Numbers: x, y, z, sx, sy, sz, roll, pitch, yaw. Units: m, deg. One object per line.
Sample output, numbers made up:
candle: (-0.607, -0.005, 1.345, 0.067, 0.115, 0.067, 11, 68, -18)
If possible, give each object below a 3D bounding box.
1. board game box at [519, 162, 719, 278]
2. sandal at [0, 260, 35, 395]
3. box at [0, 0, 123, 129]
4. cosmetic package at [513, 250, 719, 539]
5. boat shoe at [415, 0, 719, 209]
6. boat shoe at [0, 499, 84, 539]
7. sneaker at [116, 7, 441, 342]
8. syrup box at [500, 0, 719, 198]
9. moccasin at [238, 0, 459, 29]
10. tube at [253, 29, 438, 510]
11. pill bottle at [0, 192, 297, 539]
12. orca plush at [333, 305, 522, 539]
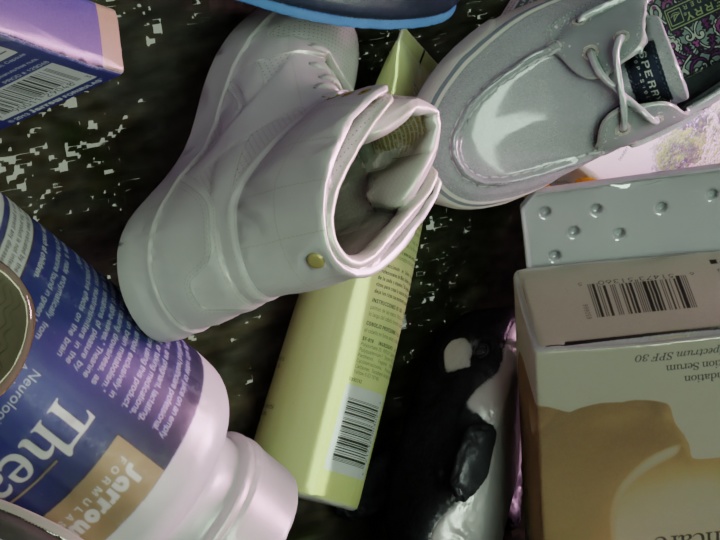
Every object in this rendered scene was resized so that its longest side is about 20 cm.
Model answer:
board game box: (0.175, 0.036, 1.230, 0.199, 0.026, 0.201, -8, 120, 0)
sandal: (-0.206, 0.016, 0.976, 0.199, 0.054, 0.081, 13, 91, -26)
box: (-0.197, -0.085, 1.020, 0.200, 0.121, 0.033, 14, 62, -51)
cosmetic package: (0.122, 0.097, 1.204, 0.105, 0.071, 0.201, -7, 119, -1)
boat shoe: (0.109, -0.087, 1.158, 0.200, 0.071, 0.070, -30, 105, -19)
boat shoe: (-0.196, 0.103, 1.058, 0.199, 0.067, 0.057, 18, 58, 2)
sneaker: (-0.009, -0.051, 1.122, 0.074, 0.115, 0.200, 57, 35, -28)
syrup box: (0.138, -0.041, 1.260, 0.200, 0.081, 0.079, 38, 75, -22)
moccasin: (-0.045, -0.149, 1.137, 0.199, 0.081, 0.068, 12, 119, -19)
tube: (0.000, 0.000, 1.204, 0.052, 0.058, 0.201, 18, 85, -25)
pill bottle: (-0.123, 0.055, 1.106, 0.200, 0.111, 0.111, 40, 74, -23)
orca plush: (0.025, 0.112, 1.231, 0.105, 0.071, 0.201, -22, 120, -71)
